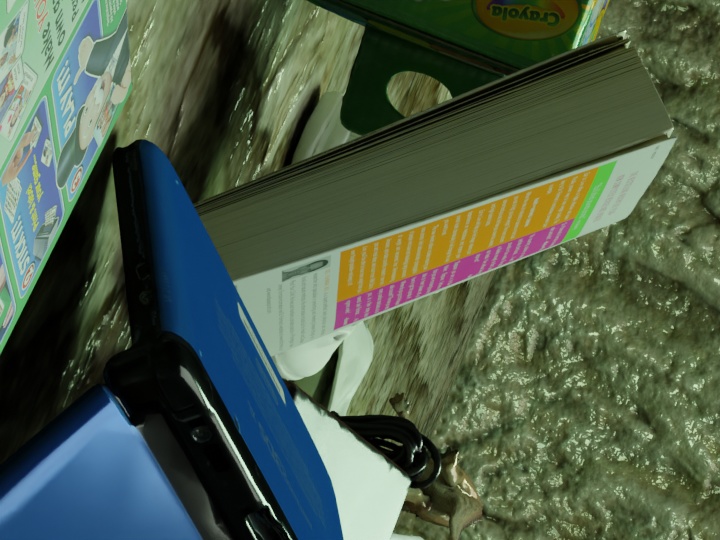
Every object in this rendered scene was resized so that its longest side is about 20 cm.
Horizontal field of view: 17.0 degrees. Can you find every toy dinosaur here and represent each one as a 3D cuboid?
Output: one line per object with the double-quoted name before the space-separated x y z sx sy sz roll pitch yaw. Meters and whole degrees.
"toy dinosaur" 0.070 0.206 2.244 0.086 0.200 0.136 -44 129 -7

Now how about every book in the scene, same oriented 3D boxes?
"book" 0.018 -0.016 0.961 0.134 0.199 0.048 95 -27 -71

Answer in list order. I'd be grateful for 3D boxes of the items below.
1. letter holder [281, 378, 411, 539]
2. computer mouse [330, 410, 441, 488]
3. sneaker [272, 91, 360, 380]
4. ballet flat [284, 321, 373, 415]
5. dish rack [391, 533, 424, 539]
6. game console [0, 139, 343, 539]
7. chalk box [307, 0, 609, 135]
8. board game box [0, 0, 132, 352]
"letter holder" -0.090 0.146 0.971 0.101 0.142 0.201 42 63 -49
"computer mouse" -0.041 0.160 1.231 0.046 0.140 0.201 -5 109 -54
"sneaker" 0.000 0.000 1.225 0.200 0.088 0.075 103 9 -53
"ballet flat" -0.045 0.091 1.317 0.070 0.069 0.200 102 7 -55
"dish rack" -0.032 0.212 1.109 0.172 0.043 0.201 26 80 -73
"game console" -0.080 0.090 0.808 0.171 0.118 0.200 -103 172 -47
"chalk box" 0.050 -0.145 1.012 0.124 0.124 0.201 -7 117 -83
"board game box" -0.095 -0.040 0.556 0.200 0.029 0.135 98 16 -66
